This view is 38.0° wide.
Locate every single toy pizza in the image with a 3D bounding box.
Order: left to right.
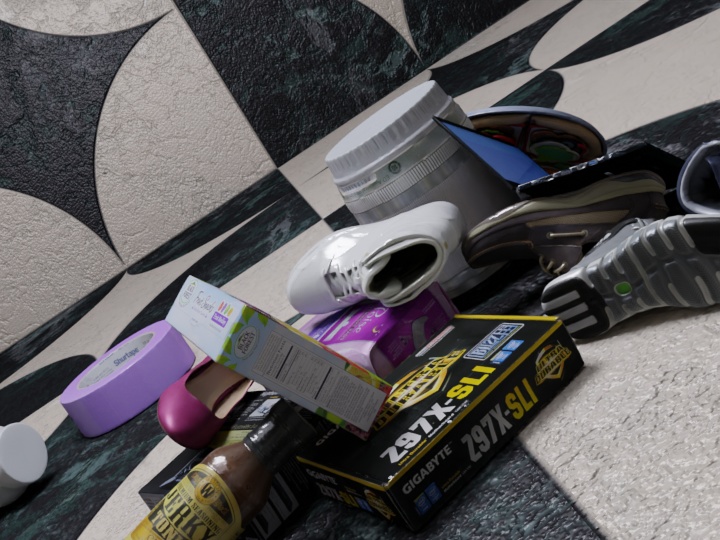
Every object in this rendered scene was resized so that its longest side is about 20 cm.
[{"bbox_3d":[0.182,-0.132,1.197,0.199,0.198,0.032,-15,63,50],"label":"toy pizza"}]

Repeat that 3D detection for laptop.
[{"bbox_3d":[0.203,-0.119,1.006,0.198,0.105,0.176,-18,-13,34],"label":"laptop"}]

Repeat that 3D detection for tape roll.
[{"bbox_3d":[-0.344,0.158,1.547,0.198,0.066,0.200,-30,15,9],"label":"tape roll"}]

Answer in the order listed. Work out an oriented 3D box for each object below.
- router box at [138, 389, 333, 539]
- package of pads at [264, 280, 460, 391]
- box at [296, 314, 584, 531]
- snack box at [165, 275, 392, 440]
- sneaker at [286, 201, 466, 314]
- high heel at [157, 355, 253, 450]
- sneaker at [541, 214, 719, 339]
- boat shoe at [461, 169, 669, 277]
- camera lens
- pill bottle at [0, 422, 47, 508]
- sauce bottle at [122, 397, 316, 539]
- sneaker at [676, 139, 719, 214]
[{"bbox_3d":[-0.098,0.176,0.970,0.157,0.053,0.199,-42,16,-32],"label":"router box"},{"bbox_3d":[-0.001,0.082,1.024,0.199,0.076,0.121,-14,26,52],"label":"package of pads"},{"bbox_3d":[0.062,0.113,0.843,0.199,0.050,0.159,-39,17,-22],"label":"box"},{"bbox_3d":[-0.075,0.067,0.873,0.053,0.141,0.200,-60,21,-6],"label":"snack box"},{"bbox_3d":[0.000,0.000,0.988,0.198,0.074,0.116,-26,10,21],"label":"sneaker"},{"bbox_3d":[-0.136,0.104,1.020,0.096,0.067,0.200,-47,7,13],"label":"high heel"},{"bbox_3d":[0.242,-0.019,0.835,0.199,0.076,0.115,-21,16,43],"label":"sneaker"},{"bbox_3d":[0.186,-0.030,0.959,0.198,0.074,0.074,-19,-15,25],"label":"boat shoe"},{"bbox_3d":[0.075,-0.078,1.117,0.159,0.201,0.160,-34,14,9],"label":"camera lens"},{"bbox_3d":[-0.528,0.281,1.444,0.198,0.114,0.113,-25,16,29],"label":"pill bottle"},{"bbox_3d":[-0.117,0.184,0.813,0.200,0.065,0.065,-47,16,-8],"label":"sauce bottle"},{"bbox_3d":[0.338,-0.093,0.805,0.199,0.071,0.108,-30,-13,39],"label":"sneaker"}]
